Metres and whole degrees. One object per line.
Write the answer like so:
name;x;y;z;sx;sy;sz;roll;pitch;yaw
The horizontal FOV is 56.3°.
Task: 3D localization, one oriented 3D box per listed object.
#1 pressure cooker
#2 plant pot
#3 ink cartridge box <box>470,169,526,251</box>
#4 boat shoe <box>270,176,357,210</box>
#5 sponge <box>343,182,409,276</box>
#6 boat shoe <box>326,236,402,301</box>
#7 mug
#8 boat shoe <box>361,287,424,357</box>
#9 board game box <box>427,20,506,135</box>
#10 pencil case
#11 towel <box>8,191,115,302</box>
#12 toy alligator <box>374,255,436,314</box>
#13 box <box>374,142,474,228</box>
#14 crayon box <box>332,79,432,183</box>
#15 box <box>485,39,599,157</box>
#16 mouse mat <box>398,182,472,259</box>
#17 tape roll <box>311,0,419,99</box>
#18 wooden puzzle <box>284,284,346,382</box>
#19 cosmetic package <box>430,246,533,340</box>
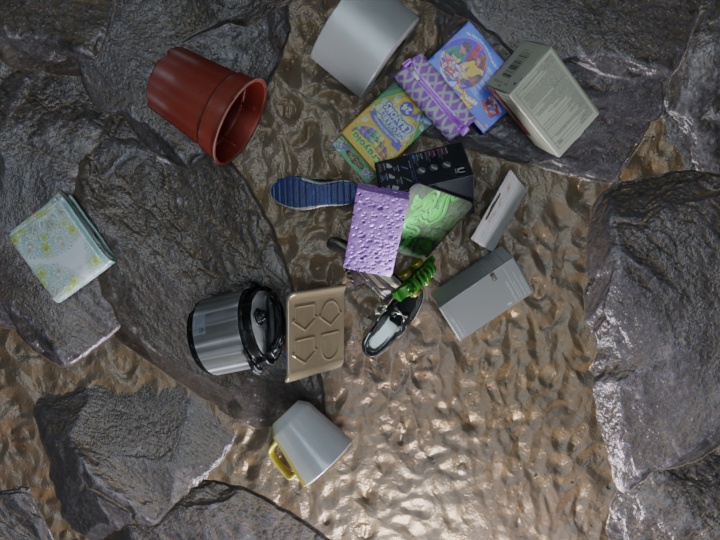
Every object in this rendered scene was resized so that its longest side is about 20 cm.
pressure cooker;-0.256;0.132;1.473;0.197;0.179;0.178;-14;105;17
plant pot;-0.333;-0.362;1.431;0.194;0.201;0.203;31;97;6
ink cartridge box;0.283;-0.132;1.436;0.050;0.199;0.163;31;97;25
boat shoe;-0.100;-0.170;1.499;0.196;0.072;0.074;5;98;6
sponge;0.032;-0.082;1.416;0.110;0.030;0.202;10;127;-2
boat shoe;0.000;0.000;1.519;0.199;0.075;0.074;35;96;-2
mug;-0.136;0.395;1.540;0.186;0.149;0.154;-42;87;-1
boat shoe;0.074;0.116;1.538;0.074;0.060;0.200;43;96;-2
board game box;0.251;-0.419;1.476;0.134;0.045;0.200;-41;95;5
pencil case;0.159;-0.370;1.431;0.084;0.086;0.200;-44;96;2
towel;-0.683;-0.055;1.540;0.170;0.048;0.201;-33;95;8
toy alligator;0.112;0.032;1.485;0.200;0.054;0.060;-42;110;-26
box;0.140;-0.178;1.453;0.197;0.123;0.107;-13;53;3
crayon box;0.047;-0.303;1.491;0.200;0.052;0.126;-43;94;6
box;0.381;-0.360;1.412;0.128;0.109;0.200;-47;121;6
mouse mat;0.129;-0.101;1.453;0.159;0.008;0.201;14;134;-27
tape roll;0.010;-0.480;1.396;0.139;0.203;0.204;38;96;-3
wooden puzzle;-0.107;0.135;1.506;0.046;0.184;0.204;11;102;38
cosmetic package;0.268;0.051;1.505;0.199;0.090;0.107;-37;113;3
